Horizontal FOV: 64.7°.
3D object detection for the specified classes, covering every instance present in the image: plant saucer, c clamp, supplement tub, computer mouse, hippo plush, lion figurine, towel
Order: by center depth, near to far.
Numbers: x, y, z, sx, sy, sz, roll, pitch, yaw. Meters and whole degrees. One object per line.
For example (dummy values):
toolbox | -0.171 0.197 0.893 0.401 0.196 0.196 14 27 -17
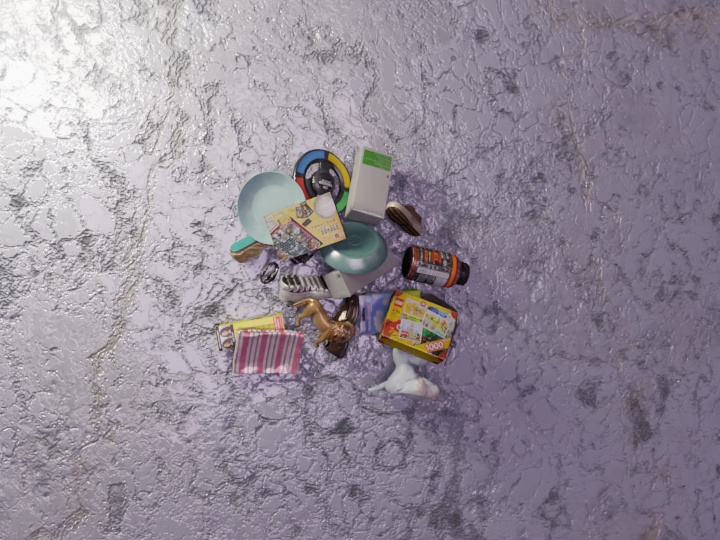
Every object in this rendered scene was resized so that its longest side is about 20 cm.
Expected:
plant saucer | -0.246 -0.176 1.598 0.197 0.039 0.205 0 100 2
plant saucer | -0.018 -0.076 1.619 0.196 0.202 0.036 -5 138 -12
lion figurine | -0.112 0.142 1.635 0.122 0.073 0.200 -36 105 29
towel | -0.267 0.239 1.648 0.196 0.030 0.149 3 116 -18
computer mouse | -0.213 -0.026 1.669 0.199 0.034 0.059 -35 101 -18
supplement tub | 0.233 -0.008 1.744 0.196 0.107 0.109 11 91 -13
hippo plush | 0.151 0.305 1.746 0.197 0.159 0.164 -2 72 28
c clamp | 0.241 0.176 1.769 0.199 0.027 0.173 37 71 -26

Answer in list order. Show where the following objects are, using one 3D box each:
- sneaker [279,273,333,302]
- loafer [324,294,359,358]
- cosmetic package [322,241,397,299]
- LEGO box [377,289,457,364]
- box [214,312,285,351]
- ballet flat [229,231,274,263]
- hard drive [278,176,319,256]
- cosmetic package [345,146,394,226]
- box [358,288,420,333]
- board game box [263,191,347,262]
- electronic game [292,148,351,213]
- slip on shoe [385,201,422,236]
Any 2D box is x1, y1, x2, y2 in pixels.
sneaker | -0.148 0.062 1.688 0.197 0.076 0.082 6 123 -22
loafer | -0.057 0.162 1.704 0.070 0.073 0.204 16 89 -14
cosmetic package | 0.000 0.000 1.662 0.199 0.106 0.091 -34 101 -28
LEGO box | 0.167 0.166 1.667 0.197 0.077 0.151 20 69 -2
box | -0.320 0.179 1.658 0.196 0.050 0.077 -9 95 -12
ballet flat | -0.285 -0.084 1.649 0.198 0.071 0.066 -28 138 -15
hard drive | -0.144 -0.162 1.667 0.138 0.033 0.203 -29 99 -29
cosmetic package | 0.027 -0.246 1.672 0.106 0.085 0.204 13 73 -14
box | 0.088 0.125 1.747 0.196 0.048 0.124 -4 94 -13
board game box | -0.151 -0.120 1.567 0.197 0.035 0.138 -19 98 5
electronic game | -0.109 -0.254 1.655 0.197 0.041 0.204 7 79 -35
slip on shoe | 0.136 -0.167 1.688 0.200 0.075 0.062 35 68 -53
